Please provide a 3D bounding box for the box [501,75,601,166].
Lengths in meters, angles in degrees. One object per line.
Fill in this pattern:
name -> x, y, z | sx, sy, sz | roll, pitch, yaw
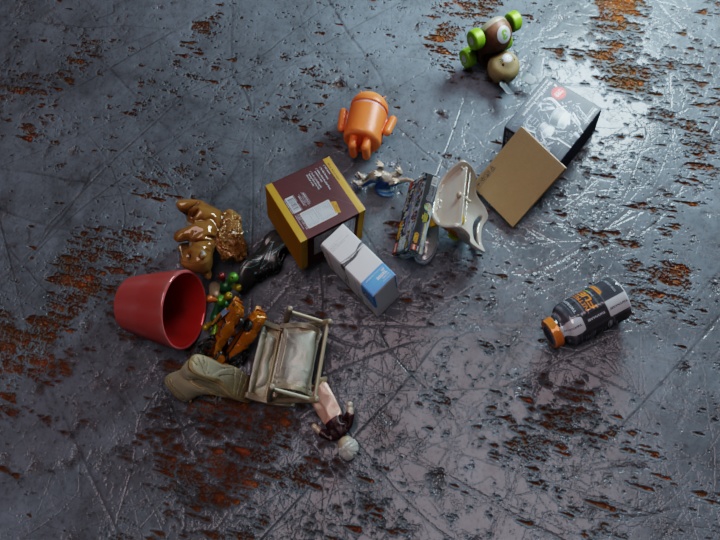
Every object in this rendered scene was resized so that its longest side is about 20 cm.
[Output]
box -> 0.511, -0.383, 1.725 | 0.181, 0.105, 0.201 | 37, 78, 19

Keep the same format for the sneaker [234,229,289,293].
sneaker -> -0.260, -0.016, 1.716 | 0.078, 0.076, 0.202 | 32, 76, 17

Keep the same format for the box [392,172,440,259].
box -> 0.141, -0.136, 1.647 | 0.039, 0.137, 0.206 | 16, 82, -13

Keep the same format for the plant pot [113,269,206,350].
plant pot -> -0.524, 0.095, 1.660 | 0.172, 0.201, 0.206 | 4, 68, 20

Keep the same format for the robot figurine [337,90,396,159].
robot figurine -> 0.018, -0.416, 1.812 | 0.142, 0.116, 0.205 | -8, 62, 44

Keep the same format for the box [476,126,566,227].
box -> 0.410, -0.243, 1.670 | 0.164, 0.021, 0.201 | 48, 113, 19

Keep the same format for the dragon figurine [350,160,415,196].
dragon figurine -> 0.072, -0.243, 1.763 | 0.194, 0.100, 0.060 | 12, 67, -7

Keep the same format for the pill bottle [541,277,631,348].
pill bottle -> 0.530, 0.108, 1.523 | 0.196, 0.107, 0.108 | -27, 66, -3

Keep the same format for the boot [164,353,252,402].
boot -> -0.377, 0.290, 1.603 | 0.154, 0.198, 0.074 | -32, 40, 38

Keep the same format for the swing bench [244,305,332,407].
swing bench -> -0.177, 0.216, 1.562 | 0.127, 0.199, 0.204 | 19, 67, -23

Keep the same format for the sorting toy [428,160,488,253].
sorting toy -> 0.268, -0.136, 1.633 | 0.105, 0.179, 0.205 | -20, 47, 42

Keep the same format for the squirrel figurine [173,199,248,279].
squirrel figurine -> -0.399, -0.077, 1.713 | 0.194, 0.144, 0.190 | -2, 45, -10

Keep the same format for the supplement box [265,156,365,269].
supplement box -> -0.120, -0.153, 1.694 | 0.197, 0.134, 0.199 | -27, 66, -19

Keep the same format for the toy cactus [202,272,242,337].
toy cactus -> -0.371, 0.085, 1.673 | 0.100, 0.205, 0.165 | -2, 28, -28

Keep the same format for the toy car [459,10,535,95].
toy car -> 0.405, -0.594, 1.813 | 0.161, 0.158, 0.203 | -27, 77, -14

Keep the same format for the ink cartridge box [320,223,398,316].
ink cartridge box -> 0.000, 0.000, 1.629 | 0.084, 0.145, 0.200 | -41, 68, -11

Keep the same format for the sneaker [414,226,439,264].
sneaker -> 0.175, -0.119, 1.690 | 0.071, 0.071, 0.205 | 7, 69, 12

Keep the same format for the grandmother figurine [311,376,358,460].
grandmother figurine -> -0.062, 0.359, 1.546 | 0.121, 0.060, 0.203 | -38, 67, 23

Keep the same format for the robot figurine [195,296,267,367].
robot figurine -> -0.327, 0.169, 1.609 | 0.201, 0.143, 0.059 | -52, 38, 15
